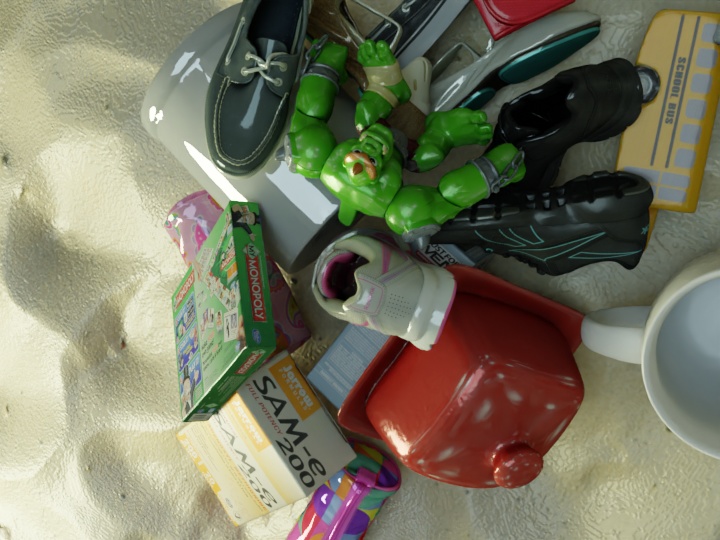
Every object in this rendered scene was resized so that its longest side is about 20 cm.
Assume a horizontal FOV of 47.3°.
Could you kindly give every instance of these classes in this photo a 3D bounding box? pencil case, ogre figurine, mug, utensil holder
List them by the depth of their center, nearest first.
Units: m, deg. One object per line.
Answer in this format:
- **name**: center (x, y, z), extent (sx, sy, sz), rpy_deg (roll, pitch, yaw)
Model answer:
- **ogre figurine**: center (0.023, -0.097, 0.660), extent (0.200, 0.098, 0.120), rpy_deg (38, 70, -11)
- **mug**: center (0.282, 0.053, 0.670), extent (0.198, 0.175, 0.149), rpy_deg (2, 100, 21)
- **utensil holder**: center (-0.078, -0.123, 0.782), extent (0.200, 0.170, 0.170), rpy_deg (46, 112, 5)
- **pencil case**: center (-0.132, 0.007, 0.874), extent (0.087, 0.087, 0.201), rpy_deg (-32, 87, 23)
- **pencil case**: center (-0.031, 0.279, 0.884), extent (0.088, 0.088, 0.201), rpy_deg (30, 108, 13)

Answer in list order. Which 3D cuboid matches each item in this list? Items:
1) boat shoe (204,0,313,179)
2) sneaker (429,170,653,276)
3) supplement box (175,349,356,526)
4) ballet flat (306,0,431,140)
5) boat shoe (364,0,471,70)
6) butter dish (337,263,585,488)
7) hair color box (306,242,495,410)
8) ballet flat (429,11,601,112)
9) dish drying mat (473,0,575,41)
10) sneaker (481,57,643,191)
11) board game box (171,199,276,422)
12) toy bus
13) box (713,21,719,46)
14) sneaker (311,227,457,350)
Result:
- **boat shoe**: center (-0.083, -0.176, 0.674), extent (0.072, 0.062, 0.202), rpy_deg (17, 81, -4)
- **sneaker**: center (0.141, -0.030, 0.688), extent (0.198, 0.076, 0.080), rpy_deg (-3, 120, 15)
- **supplement box**: center (-0.105, 0.180, 0.851), extent (0.126, 0.073, 0.200), rpy_deg (55, 143, 5)
- **ballet flat**: center (0.017, -0.183, 0.735), extent (0.072, 0.068, 0.200), rpy_deg (-40, 86, 17)
- **boat shoe**: center (0.065, -0.256, 0.751), extent (0.068, 0.074, 0.199), rpy_deg (41, 121, -6)
- **butter dish**: center (0.112, 0.125, 0.724), extent (0.198, 0.148, 0.201), rpy_deg (20, 117, -31)
- **hair color box**: center (0.041, 0.042, 0.802), extent (0.061, 0.099, 0.200), rpy_deg (42, 111, 10)
- **ballet flat**: center (0.118, -0.190, 0.751), extent (0.199, 0.069, 0.070), rpy_deg (-31, 88, 27)
- **dish drying mat**: center (0.103, -0.299, 0.685), extent (0.076, 0.018, 0.201), rpy_deg (-25, 90, 4)
- **sneaker**: center (0.144, -0.115, 0.712), extent (0.200, 0.090, 0.076), rpy_deg (-47, 58, 48)
- **board game box**: center (-0.132, 0.045, 0.756), extent (0.200, 0.029, 0.136), rpy_deg (-45, 48, 52)
- **toy bus**: center (0.259, -0.116, 0.708), extent (0.078, 0.065, 0.202), rpy_deg (11, 103, 17)
- **box**: center (0.393, -0.222, 0.585), extent (0.182, 0.105, 0.201), rpy_deg (19, 108, -6)
- **sneaker**: center (0.000, 0.000, 0.693), extent (0.088, 0.200, 0.082), rpy_deg (18, 93, -24)
